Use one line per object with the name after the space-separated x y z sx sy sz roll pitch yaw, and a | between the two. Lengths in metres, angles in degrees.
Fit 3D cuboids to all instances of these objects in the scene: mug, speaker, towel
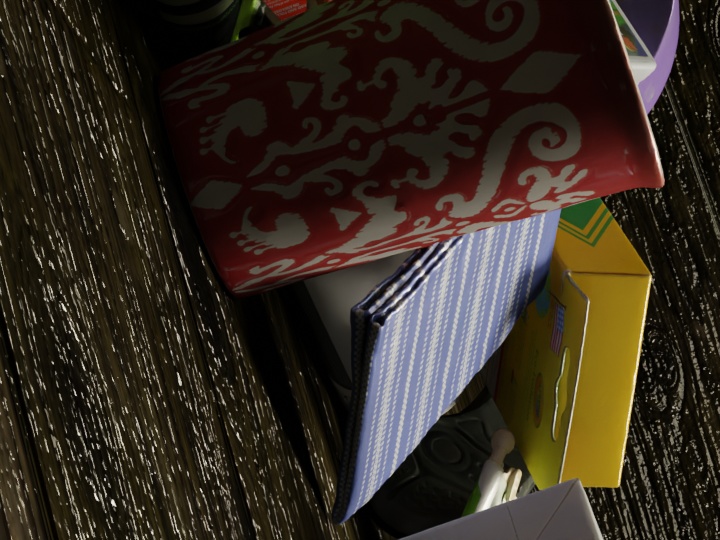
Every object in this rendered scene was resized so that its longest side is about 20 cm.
0.024 -0.063 1.241 0.178 0.199 0.134 59 12 -72 | mug
0.000 0.000 1.449 0.200 0.081 0.081 66 7 -51 | speaker
0.044 0.013 1.323 0.200 0.024 0.145 -47 155 -40 | towel

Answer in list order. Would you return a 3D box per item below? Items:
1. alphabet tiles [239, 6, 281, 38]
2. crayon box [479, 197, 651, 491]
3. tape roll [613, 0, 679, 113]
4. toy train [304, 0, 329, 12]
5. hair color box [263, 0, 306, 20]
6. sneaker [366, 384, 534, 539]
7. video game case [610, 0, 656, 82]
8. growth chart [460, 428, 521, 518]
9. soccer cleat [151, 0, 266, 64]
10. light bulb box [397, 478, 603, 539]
-0.002 -0.064 1.458 0.200 0.006 0.166 48 -14 0 | alphabet tiles
0.109 0.032 1.490 0.200 0.050 0.128 -112 -153 -64 | crayon box
0.087 -0.158 1.609 0.085 0.199 0.201 56 16 -77 | tape roll
-0.026 -0.174 1.404 0.151 0.055 0.200 63 -13 -6 | toy train
-0.056 -0.175 1.601 0.102 0.061 0.201 -104 175 -50 | hair color box
0.051 0.130 1.558 0.076 0.115 0.199 37 28 11 | sneaker
0.066 -0.178 1.478 0.183 0.022 0.200 59 26 14 | video game case
0.072 0.198 1.484 0.145 0.018 0.200 -61 150 -28 | growth chart
-0.075 -0.145 1.229 0.200 0.081 0.068 116 -6 -72 | soccer cleat
0.090 0.245 1.265 0.199 0.124 0.201 -104 175 -50 | light bulb box
